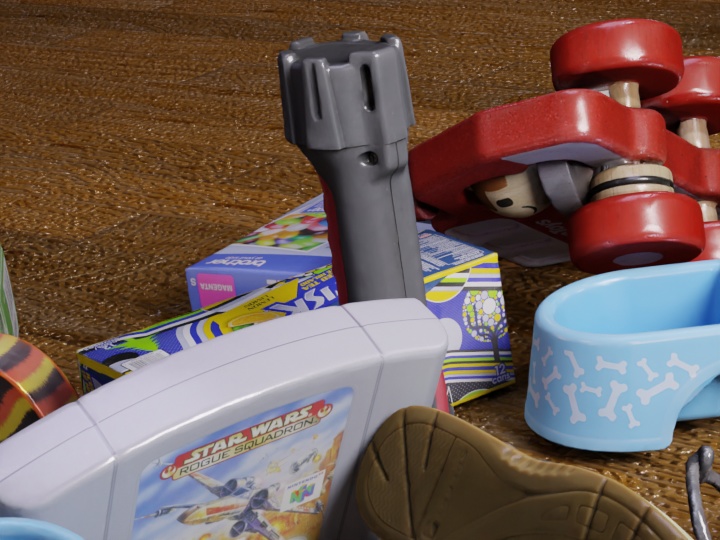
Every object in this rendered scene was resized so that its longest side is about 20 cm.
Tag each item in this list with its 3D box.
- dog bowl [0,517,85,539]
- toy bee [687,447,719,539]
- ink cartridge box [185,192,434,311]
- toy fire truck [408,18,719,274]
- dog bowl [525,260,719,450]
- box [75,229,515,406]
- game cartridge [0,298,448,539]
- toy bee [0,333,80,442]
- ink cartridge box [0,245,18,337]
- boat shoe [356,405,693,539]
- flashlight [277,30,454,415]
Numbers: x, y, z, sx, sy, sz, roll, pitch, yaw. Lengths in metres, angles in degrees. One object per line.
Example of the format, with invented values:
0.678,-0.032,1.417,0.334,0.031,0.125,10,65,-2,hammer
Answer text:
-0.153,0.154,0.760,0.111,0.050,0.200,26,50,37,dog bowl
0.200,0.070,0.817,0.108,0.131,0.200,-29,9,22,toy bee
-0.009,-0.004,1.283,0.119,0.042,0.200,3,23,34,ink cartridge box
0.105,-0.042,1.175,0.167,0.113,0.200,-14,-17,30,toy fire truck
0.170,0.032,1.048,0.198,0.050,0.112,-6,18,7,dog bowl
-0.028,0.045,1.088,0.199,0.071,0.064,-19,19,-28,box
-0.057,0.082,0.900,0.199,0.134,0.042,-20,56,-30,game cartridge
-0.233,0.049,1.113,0.198,0.110,0.131,-8,20,0,toy bee
-0.284,0.040,1.239,0.198,0.060,0.104,-10,18,-5,ink cartridge box
0.081,0.105,0.856,0.065,0.074,0.200,19,10,-44,boat shoe
0.000,0.000,1.003,0.067,0.202,0.068,-7,16,8,flashlight
